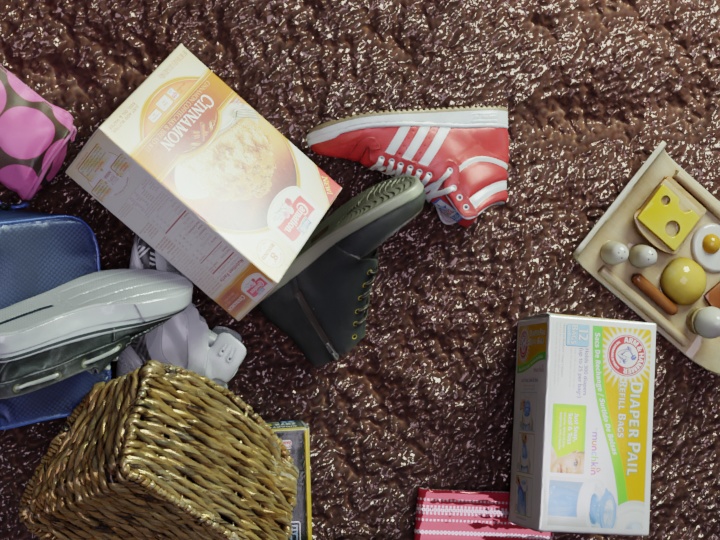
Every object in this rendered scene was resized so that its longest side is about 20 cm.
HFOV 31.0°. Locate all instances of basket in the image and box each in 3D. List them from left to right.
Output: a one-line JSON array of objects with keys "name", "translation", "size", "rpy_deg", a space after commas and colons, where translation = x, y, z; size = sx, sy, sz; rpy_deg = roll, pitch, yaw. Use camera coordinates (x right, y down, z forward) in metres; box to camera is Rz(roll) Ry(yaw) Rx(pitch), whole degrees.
[{"name": "basket", "translation": [-0.171, 0.182, 1.130], "size": [0.148, 0.144, 0.200], "rpy_deg": [-29, 128, 32]}]

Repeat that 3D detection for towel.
[{"name": "towel", "translation": [0.119, 0.318, 1.288], "size": [0.143, 0.022, 0.202], "rpy_deg": [3, 90, -8]}]

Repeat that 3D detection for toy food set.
[{"name": "toy food set", "translation": [0.327, -0.012, 1.291], "size": [0.200, 0.060, 0.144], "rpy_deg": [40, 86, -9]}]

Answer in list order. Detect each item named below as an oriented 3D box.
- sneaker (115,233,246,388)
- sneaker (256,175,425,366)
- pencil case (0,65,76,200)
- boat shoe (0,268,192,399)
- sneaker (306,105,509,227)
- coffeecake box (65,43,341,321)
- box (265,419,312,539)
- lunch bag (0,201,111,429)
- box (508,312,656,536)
[{"name": "sneaker", "translation": [-0.161, 0.036, 1.204], "size": [0.114, 0.075, 0.202], "rpy_deg": [7, 96, -11]}, {"name": "sneaker", "translation": [0.000, 0.000, 1.216], "size": [0.199, 0.075, 0.106], "rpy_deg": [-35, 106, 21]}, {"name": "pencil case", "translation": [-0.346, -0.156, 1.158], "size": [0.200, 0.091, 0.094], "rpy_deg": [40, 79, -11]}, {"name": "boat shoe", "translation": [-0.231, 0.052, 1.086], "size": [0.199, 0.072, 0.072], "rpy_deg": [-16, 122, -35]}, {"name": "sneaker", "translation": [0.050, -0.094, 1.235], "size": [0.198, 0.071, 0.114], "rpy_deg": [-5, 90, -12]}, {"name": "coffeecake box", "translation": [-0.135, -0.080, 1.162], "size": [0.200, 0.073, 0.154], "rpy_deg": [41, 42, -9]}, {"name": "box", "translation": [-0.146, 0.229, 1.225], "size": [0.198, 0.049, 0.161], "rpy_deg": [-2, 94, -10]}, {"name": "lunch bag", "translation": [-0.311, 0.034, 1.144], "size": [0.135, 0.132, 0.202], "rpy_deg": [-6, 92, -34]}, {"name": "box", "translation": [0.211, 0.146, 1.246], "size": [0.111, 0.101, 0.202], "rpy_deg": [4, 84, -10]}]
